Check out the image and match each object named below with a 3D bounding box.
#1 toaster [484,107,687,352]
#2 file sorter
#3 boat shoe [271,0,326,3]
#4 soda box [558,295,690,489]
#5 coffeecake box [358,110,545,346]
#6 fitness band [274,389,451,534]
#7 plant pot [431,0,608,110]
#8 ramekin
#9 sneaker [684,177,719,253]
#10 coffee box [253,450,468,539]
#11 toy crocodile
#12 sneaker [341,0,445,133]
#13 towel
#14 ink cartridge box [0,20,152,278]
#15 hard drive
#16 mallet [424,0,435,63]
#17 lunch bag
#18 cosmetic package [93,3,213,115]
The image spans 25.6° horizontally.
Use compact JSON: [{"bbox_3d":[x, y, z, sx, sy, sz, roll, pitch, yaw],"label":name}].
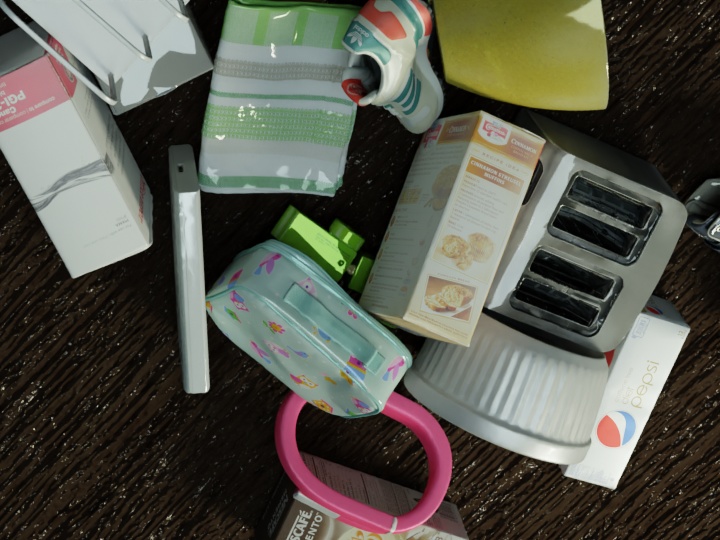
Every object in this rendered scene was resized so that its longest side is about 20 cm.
[{"bbox_3d":[0.209,-0.034,1.564,0.198,0.119,0.182,21,109,-16],"label":"toaster"},{"bbox_3d":[-0.193,-0.258,1.317,0.139,0.125,0.200,41,99,-21],"label":"file sorter"},{"bbox_3d":[-0.042,-0.287,1.446,0.071,0.068,0.201,25,108,-19],"label":"boat shoe"},{"bbox_3d":[0.271,0.124,1.668,0.063,0.068,0.202,17,110,-15],"label":"soda box"},{"bbox_3d":[0.082,-0.040,1.488,0.072,0.153,0.202,22,86,-15],"label":"coffeecake box"},{"bbox_3d":[0.003,0.187,1.627,0.198,0.037,0.145,27,65,-15],"label":"fitness band"},{"bbox_3d":[0.137,-0.234,1.433,0.140,0.201,0.202,-9,114,4],"label":"plant pot"},{"bbox_3d":[0.151,0.101,1.576,0.198,0.200,0.106,19,100,-15],"label":"ramekin"},{"bbox_3d":[0.379,-0.002,1.617,0.145,0.077,0.205,13,101,-26],"label":"sneaker"},{"bbox_3d":[-0.001,0.284,1.690,0.198,0.080,0.115,20,108,-16],"label":"coffee box"},{"bbox_3d":[0.000,0.000,1.584,0.199,0.062,0.068,30,96,-15],"label":"toy crocodile"},{"bbox_3d":[0.021,-0.178,1.453,0.093,0.070,0.200,-42,156,-15],"label":"sneaker"},{"bbox_3d":[-0.070,-0.157,1.481,0.147,0.031,0.202,-1,128,-20],"label":"towel"},{"bbox_3d":[-0.268,-0.115,1.444,0.082,0.147,0.202,-23,114,3],"label":"ink cartridge box"},{"bbox_3d":[-0.164,-0.003,1.515,0.026,0.132,0.202,-3,113,-8],"label":"hard drive"},{"bbox_3d":[0.058,-0.287,1.481,0.065,0.041,0.202,7,116,-12],"label":"mallet"},{"bbox_3d":[-0.046,0.059,1.534,0.199,0.160,0.077,40,67,-12],"label":"lunch bag"},{"bbox_3d":[-0.219,-0.256,1.426,0.106,0.090,0.202,-23,117,1],"label":"cosmetic package"}]
